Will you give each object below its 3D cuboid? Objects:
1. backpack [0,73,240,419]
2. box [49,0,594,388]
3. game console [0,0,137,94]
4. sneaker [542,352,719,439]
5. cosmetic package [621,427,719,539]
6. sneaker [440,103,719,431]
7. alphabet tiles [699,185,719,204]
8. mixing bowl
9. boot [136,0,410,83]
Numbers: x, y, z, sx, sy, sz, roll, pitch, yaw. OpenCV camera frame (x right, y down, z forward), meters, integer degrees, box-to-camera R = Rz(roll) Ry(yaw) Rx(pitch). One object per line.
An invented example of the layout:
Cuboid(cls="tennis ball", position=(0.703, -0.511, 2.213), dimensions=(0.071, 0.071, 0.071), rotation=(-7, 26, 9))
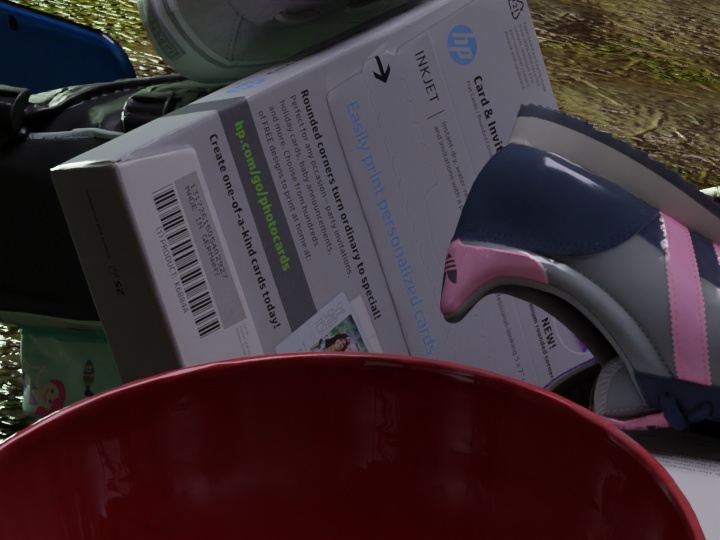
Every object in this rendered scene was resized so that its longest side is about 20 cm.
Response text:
Cuboid(cls="backpack", position=(-0.042, -0.015, 1.078), dimensions=(0.177, 0.151, 0.200), rotation=(2, 15, 35))
Cuboid(cls="box", position=(0.000, 0.000, 0.959), dimensions=(0.200, 0.156, 0.041), rotation=(-29, 18, -37))
Cuboid(cls="game console", position=(-0.133, -0.085, 1.367), dimensions=(0.200, 0.119, 0.170), rotation=(21, 20, 38))
Cuboid(cls="sneaker", position=(0.142, 0.041, 0.982), dimensions=(0.199, 0.081, 0.083), rotation=(-15, 16, -24))
Cuboid(cls="cosmetic package", position=(0.098, 0.116, 0.825), dimensions=(0.107, 0.085, 0.200), rotation=(12, 16, 13))
Cuboid(cls="sneaker", position=(0.118, 0.030, 0.891), dimensions=(0.200, 0.082, 0.070), rotation=(32, -7, 6))
Cuboid(cls="alphabet tiles", position=(0.218, -0.008, 1.030), dimensions=(0.199, 0.008, 0.167), rotation=(12, -6, -14))
Cuboid(cls="mixing bowl", position=(-0.014, 0.118, 0.669), dimensions=(0.199, 0.109, 0.200), rotation=(-2, 32, 1))
Cuboid(cls="boot", position=(0.009, -0.122, 1.019), dimensions=(0.095, 0.074, 0.200), rotation=(-26, 2, 35))
